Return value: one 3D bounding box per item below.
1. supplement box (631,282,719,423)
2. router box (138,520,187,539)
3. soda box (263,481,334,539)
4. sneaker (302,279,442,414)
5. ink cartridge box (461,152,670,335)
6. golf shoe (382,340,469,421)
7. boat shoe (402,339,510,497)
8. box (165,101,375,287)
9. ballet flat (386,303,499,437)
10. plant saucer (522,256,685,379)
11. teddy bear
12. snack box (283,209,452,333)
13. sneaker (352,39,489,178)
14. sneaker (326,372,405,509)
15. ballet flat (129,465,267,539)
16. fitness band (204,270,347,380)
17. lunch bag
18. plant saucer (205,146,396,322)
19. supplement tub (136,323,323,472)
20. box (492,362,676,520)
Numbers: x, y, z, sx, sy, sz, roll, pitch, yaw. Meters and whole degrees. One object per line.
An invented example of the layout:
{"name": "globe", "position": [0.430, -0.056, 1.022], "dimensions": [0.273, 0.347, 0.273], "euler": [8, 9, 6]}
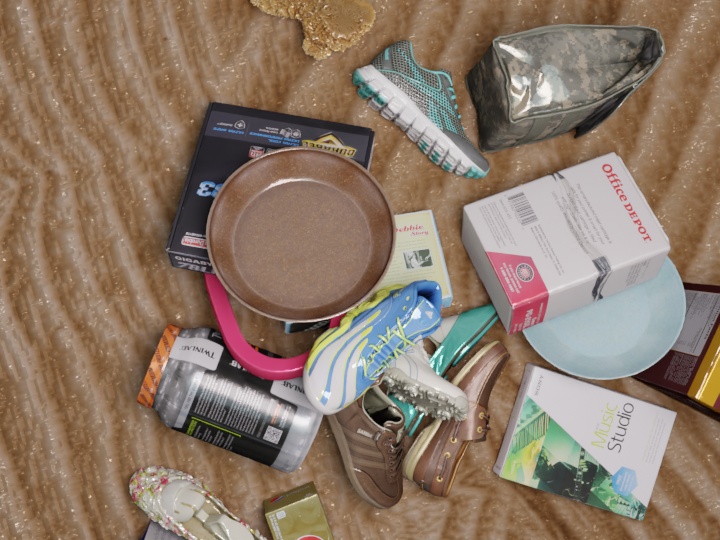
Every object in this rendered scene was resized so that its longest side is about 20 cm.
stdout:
{"name": "supplement box", "position": [0.458, 0.117, 1.137], "dimensions": [0.196, 0.200, 0.134], "euler": [26, 89, -7]}
{"name": "router box", "position": [-0.177, 0.369, 1.061], "dimensions": [0.179, 0.200, 0.049], "euler": [32, 88, -7]}
{"name": "soda box", "position": [-0.051, 0.362, 1.147], "dimensions": [0.067, 0.064, 0.202], "euler": [-20, 95, -7]}
{"name": "sneaker", "position": [0.020, 0.066, 1.001], "dimensions": [0.076, 0.105, 0.200], "euler": [49, 46, -10]}
{"name": "ink cartridge box", "position": [0.238, -0.033, 1.134], "dimensions": [0.199, 0.085, 0.146], "euler": [-20, 63, -6]}
{"name": "golf shoe", "position": [0.051, 0.098, 1.109], "dimensions": [0.199, 0.078, 0.097], "euler": [26, 68, 29]}
{"name": "boat shoe", "position": [0.127, 0.179, 1.151], "dimensions": [0.067, 0.072, 0.201], "euler": [33, 93, 24]}
{"name": "box", "position": [-0.097, -0.082, 1.080], "dimensions": [0.198, 0.050, 0.200], "euler": [11, 64, 3]}
{"name": "ballet flat", "position": [0.089, 0.104, 1.159], "dimensions": [0.070, 0.067, 0.201], "euler": [37, 85, 7]}
{"name": "plant saucer", "position": [0.289, 0.042, 1.167], "dimensions": [0.199, 0.039, 0.203], "euler": [-4, 64, 8]}
{"name": "teddy bear", "position": [-0.063, -0.344, 1.131], "dimensions": [0.200, 0.067, 0.145], "euler": [41, 77, 0]}
{"name": "snack box", "position": [0.000, 0.000, 1.134], "dimensions": [0.198, 0.037, 0.117], "euler": [-9, 67, -7]}
{"name": "sneaker", "position": [0.089, -0.194, 1.145], "dimensions": [0.200, 0.078, 0.091], "euler": [42, 82, -8]}
{"name": "sneaker", "position": [0.020, 0.194, 1.089], "dimensions": [0.075, 0.071, 0.201], "euler": [-8, 122, 28]}
{"name": "ballet flat", "position": [-0.178, 0.287, 1.119], "dimensions": [0.199, 0.064, 0.076], "euler": [36, 54, -3]}
{"name": "fitness band", "position": [-0.096, 0.026, 1.075], "dimensions": [0.143, 0.037, 0.201], "euler": [-18, 66, -11]}
{"name": "lunch bag", "position": [0.239, -0.216, 1.116], "dimensions": [0.198, 0.164, 0.119], "euler": [-13, 88, -6]}
{"name": "plant saucer", "position": [-0.062, -0.035, 1.016], "dimensions": [0.198, 0.037, 0.202], "euler": [1, 68, -1]}
{"name": "supplement tub", "position": [-0.145, 0.142, 1.098], "dimensions": [0.199, 0.123, 0.123], "euler": [23, 89, -8]}
{"name": "box", "position": [0.280, 0.214, 1.200], "dimensions": [0.198, 0.036, 0.146], "euler": [18, 89, -7]}
